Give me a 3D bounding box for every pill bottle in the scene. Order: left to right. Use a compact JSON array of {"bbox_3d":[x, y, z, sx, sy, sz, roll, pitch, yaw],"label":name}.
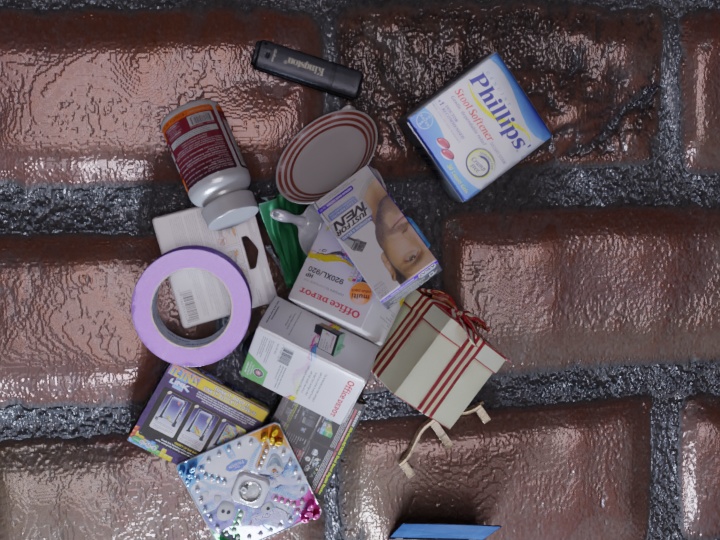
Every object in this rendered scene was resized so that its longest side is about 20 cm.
[{"bbox_3d":[-0.250,-0.175,1.440,0.109,0.110,0.201,-23,81,-5],"label":"pill bottle"}]

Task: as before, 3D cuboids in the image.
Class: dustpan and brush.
[{"bbox_3d":[-0.080,-0.079,1.494,0.057,0.200,0.140,20,95,30],"label":"dustpan and brush"}]

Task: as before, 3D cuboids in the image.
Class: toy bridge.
[{"bbox_3d":[0.152,0.307,1.620,0.200,0.027,0.067,-36,99,-3],"label":"toy bridge"}]

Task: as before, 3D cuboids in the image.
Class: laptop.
[{"bbox_3d":[0.149,0.547,1.602,0.186,0.116,0.201,4,96,-8],"label":"laptop"}]

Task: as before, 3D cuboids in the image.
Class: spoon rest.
[{"bbox_3d":[-0.005,-0.188,1.518,0.060,0.099,0.201,-21,84,15],"label":"spoon rest"}]

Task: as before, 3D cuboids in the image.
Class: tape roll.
[{"bbox_3d":[-0.286,0.060,1.467,0.199,0.066,0.201,-1,97,-5],"label":"tape roll"}]

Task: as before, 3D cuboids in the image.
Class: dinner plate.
[{"bbox_3d":[-0.055,-0.190,1.459,0.200,0.200,0.024,-44,137,-1],"label":"dinner plate"}]

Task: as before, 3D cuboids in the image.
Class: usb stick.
[{"bbox_3d":[-0.092,-0.351,1.507,0.199,0.033,0.056,16,95,-9],"label":"usb stick"}]

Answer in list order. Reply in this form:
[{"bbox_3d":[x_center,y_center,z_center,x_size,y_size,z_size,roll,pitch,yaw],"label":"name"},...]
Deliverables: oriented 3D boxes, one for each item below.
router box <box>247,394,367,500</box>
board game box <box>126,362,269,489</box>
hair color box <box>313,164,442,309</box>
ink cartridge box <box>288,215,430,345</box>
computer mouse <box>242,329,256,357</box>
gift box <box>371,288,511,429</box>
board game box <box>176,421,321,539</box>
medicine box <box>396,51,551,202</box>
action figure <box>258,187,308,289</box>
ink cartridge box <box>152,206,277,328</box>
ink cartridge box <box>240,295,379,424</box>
[{"bbox_3d":[-0.098,0.296,1.565,0.149,0.062,0.201,26,92,-9],"label":"router box"},{"bbox_3d":[-0.290,0.270,1.538,0.199,0.057,0.166,30,90,-11],"label":"board game box"},{"bbox_3d":[0.026,-0.053,1.344,0.109,0.065,0.200,-36,71,2],"label":"hair color box"},{"bbox_3d":[0.000,0.000,1.448,0.147,0.145,0.201,22,82,21],"label":"ink cartridge box"},{"bbox_3d":[-0.120,0.114,1.561,0.199,0.034,0.059,-19,78,-10],"label":"computer mouse"},{"bbox_3d":[0.137,0.147,1.498,0.184,0.200,0.187,35,92,-40],"label":"gift box"},{"bbox_3d":[-0.196,0.394,1.523,0.199,0.026,0.201,-23,105,2],"label":"board game box"},{"bbox_3d":[0.200,-0.252,1.525,0.200,0.103,0.182,-37,100,-2],"label":"medicine box"},{"bbox_3d":[-0.125,-0.045,1.516,0.118,0.055,0.201,-30,118,-41],"label":"action figure"},{"bbox_3d":[-0.254,-0.018,1.516,0.175,0.045,0.201,-15,99,-5],"label":"ink cartridge box"},{"bbox_3d":[-0.087,0.154,1.454,0.199,0.084,0.145,26,136,1],"label":"ink cartridge box"}]
